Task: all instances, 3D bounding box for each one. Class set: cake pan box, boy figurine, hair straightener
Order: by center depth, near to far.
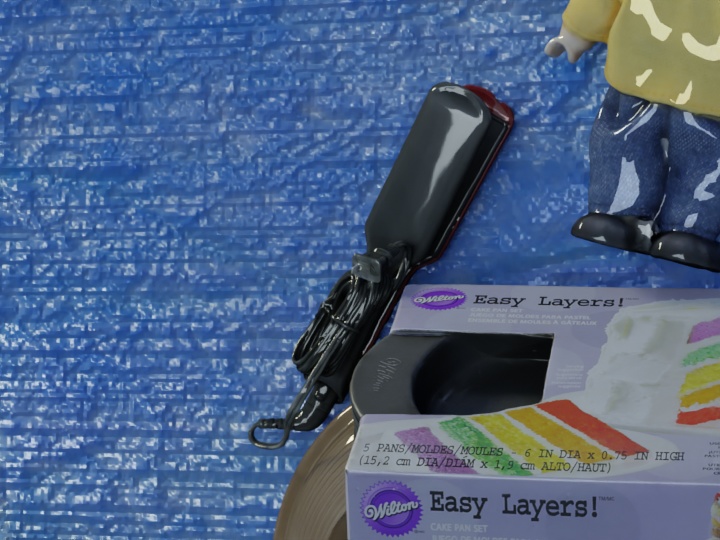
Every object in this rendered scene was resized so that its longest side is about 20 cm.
[{"bbox_3d":[0.096,0.065,1.202,0.199,0.184,0.052,1,113,10],"label":"cake pan box"},{"bbox_3d":[0.145,-0.104,1.271,0.124,0.064,0.201,11,91,21],"label":"boy figurine"},{"bbox_3d":[0.000,0.000,1.314,0.041,0.077,0.200,37,101,17],"label":"hair straightener"}]

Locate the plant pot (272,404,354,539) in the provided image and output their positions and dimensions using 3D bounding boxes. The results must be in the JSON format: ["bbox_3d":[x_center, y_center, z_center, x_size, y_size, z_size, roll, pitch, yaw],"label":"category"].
[{"bbox_3d":[0.041,0.142,1.285,0.200,0.093,0.202,-1,88,22],"label":"plant pot"}]
